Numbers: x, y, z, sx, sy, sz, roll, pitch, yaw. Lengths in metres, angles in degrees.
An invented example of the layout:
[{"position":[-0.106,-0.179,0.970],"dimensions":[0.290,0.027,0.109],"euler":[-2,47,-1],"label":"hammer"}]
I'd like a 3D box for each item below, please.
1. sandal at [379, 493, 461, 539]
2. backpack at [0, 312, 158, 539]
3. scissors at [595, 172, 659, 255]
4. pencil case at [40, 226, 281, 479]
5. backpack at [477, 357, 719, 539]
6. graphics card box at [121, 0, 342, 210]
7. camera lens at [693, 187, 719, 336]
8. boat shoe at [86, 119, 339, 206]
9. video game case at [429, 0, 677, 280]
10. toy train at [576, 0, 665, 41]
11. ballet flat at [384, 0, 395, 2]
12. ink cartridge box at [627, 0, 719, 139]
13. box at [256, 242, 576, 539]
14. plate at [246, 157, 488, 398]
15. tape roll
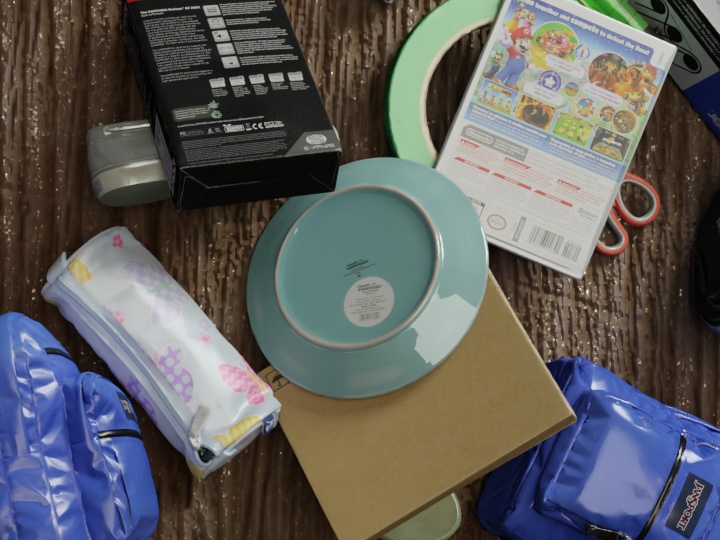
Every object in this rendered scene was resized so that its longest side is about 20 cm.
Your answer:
[{"position":[0.005,0.135,1.316],"dimensions":[0.080,0.057,0.201],"euler":[-36,91,-18],"label":"sandal"},{"position":[-0.243,0.129,1.208],"dimensions":[0.168,0.163,0.200],"euler":[-18,79,-6],"label":"backpack"},{"position":[0.183,-0.109,1.388],"dimensions":[0.073,0.014,0.200],"euler":[-31,102,-8],"label":"scissors"},{"position":[-0.151,0.062,1.264],"dimensions":[0.200,0.083,0.091],"euler":[50,40,5],"label":"pencil case"},{"position":[0.216,0.180,1.300],"dimensions":[0.200,0.168,0.163],"euler":[28,86,-9],"label":"backpack"},{"position":[-0.101,-0.138,1.269],"dimensions":[0.125,0.051,0.200],"euler":[-8,50,-18],"label":"graphics card box"},{"position":[0.384,-0.003,1.363],"dimensions":[0.200,0.160,0.160],"euler":[15,82,-11],"label":"camera lens"},{"position":[-0.116,-0.104,1.306],"dimensions":[0.200,0.070,0.072],"euler":[-13,78,-19],"label":"boat shoe"},{"position":[0.147,-0.111,1.324],"dimensions":[0.143,0.018,0.200],"euler":[22,92,-5],"label":"video game case"},{"position":[0.174,-0.234,1.392],"dimensions":[0.200,0.042,0.056],"euler":[43,107,-6],"label":"toy train"},{"position":[0.038,-0.319,1.364],"dimensions":[0.072,0.072,0.200],"euler":[4,83,-12],"label":"ballet flat"},{"position":[0.297,-0.181,1.393],"dimensions":[0.044,0.094,0.200],"euler":[-41,94,-21],"label":"ink cartridge box"},{"position":[0.038,0.095,1.265],"dimensions":[0.200,0.021,0.164],"euler":[-32,65,6],"label":"box"},{"position":[0.000,0.000,1.288],"dimensions":[0.200,0.026,0.200],"euler":[-8,65,18],"label":"plate"},{"position":[0.119,-0.130,1.354],"dimensions":[0.200,0.048,0.201],"euler":[0,93,-4],"label":"tape roll"}]
